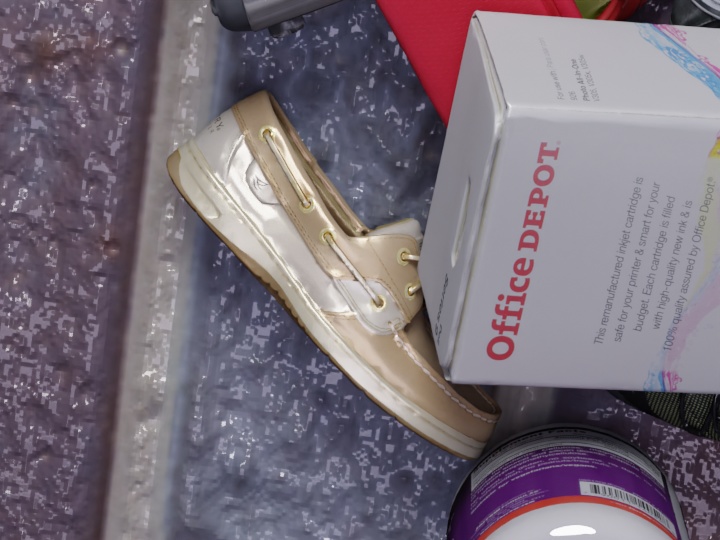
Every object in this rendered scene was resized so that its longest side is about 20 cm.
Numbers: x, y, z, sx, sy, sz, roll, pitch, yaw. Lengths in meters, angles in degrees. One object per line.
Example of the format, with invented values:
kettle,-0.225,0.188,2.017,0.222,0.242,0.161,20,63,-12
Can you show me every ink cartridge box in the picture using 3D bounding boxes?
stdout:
ink cartridge box,0.136,-0.026,1.197,0.200,0.088,0.145,1,125,-12

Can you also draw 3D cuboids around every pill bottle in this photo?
pill bottle,0.094,0.135,1.235,0.112,0.200,0.113,0,101,2

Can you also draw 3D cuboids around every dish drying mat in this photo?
dish drying mat,0.040,-0.132,1.178,0.077,0.018,0.200,-23,122,12

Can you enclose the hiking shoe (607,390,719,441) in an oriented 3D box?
hiking shoe,0.201,0.060,1.268,0.200,0.101,0.076,18,101,-2

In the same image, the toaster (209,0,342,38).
toaster,-0.022,-0.209,1.217,0.129,0.114,0.200,-14,102,1

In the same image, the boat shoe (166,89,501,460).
boat shoe,0.000,0.000,1.273,0.069,0.074,0.200,-44,91,9

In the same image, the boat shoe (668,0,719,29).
boat shoe,0.232,-0.107,1.254,0.200,0.072,0.071,12,135,-12

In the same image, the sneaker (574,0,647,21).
sneaker,0.120,-0.149,1.236,0.077,0.085,0.200,39,101,-7
